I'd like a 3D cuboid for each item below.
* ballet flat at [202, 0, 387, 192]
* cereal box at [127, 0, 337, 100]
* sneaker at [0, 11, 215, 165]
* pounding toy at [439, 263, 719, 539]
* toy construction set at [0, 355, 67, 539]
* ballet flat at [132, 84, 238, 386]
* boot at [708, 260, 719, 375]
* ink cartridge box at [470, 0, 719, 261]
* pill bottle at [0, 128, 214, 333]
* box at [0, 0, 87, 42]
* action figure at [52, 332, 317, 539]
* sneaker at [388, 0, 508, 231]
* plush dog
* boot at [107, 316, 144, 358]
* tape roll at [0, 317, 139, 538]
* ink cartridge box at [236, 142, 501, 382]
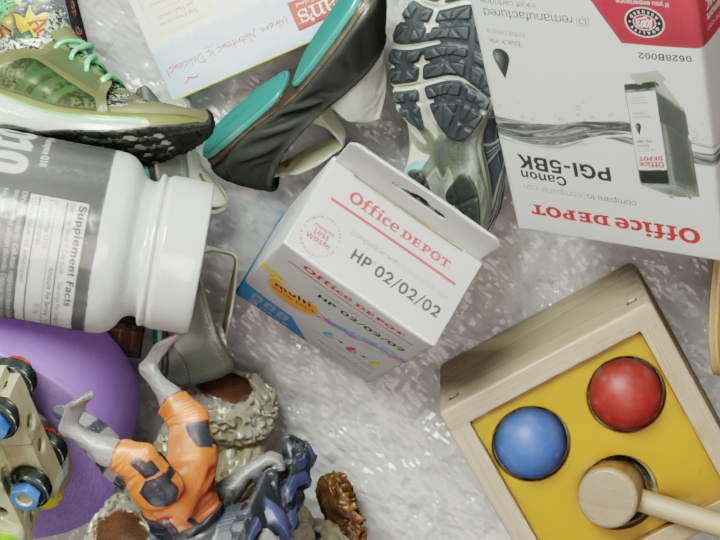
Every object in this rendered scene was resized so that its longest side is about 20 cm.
[{"bbox_3d":[-0.026,-0.114,1.090,0.068,0.068,0.200,33,137,-18],"label":"ballet flat"},{"bbox_3d":[-0.097,-0.230,1.100,0.143,0.040,0.202,-21,103,7],"label":"cereal box"},{"bbox_3d":[-0.187,-0.123,1.075,0.198,0.077,0.090,9,80,6],"label":"sneaker"},{"bbox_3d":[0.179,0.126,1.125,0.183,0.142,0.201,-29,101,10],"label":"pounding toy"},{"bbox_3d":[-0.257,0.112,1.051,0.130,0.093,0.201,-3,144,14],"label":"toy construction set"},{"bbox_3d":[-0.116,-0.025,1.134,0.063,0.067,0.203,-5,89,-10],"label":"ballet flat"},{"bbox_3d":[0.304,-0.023,1.102,0.142,0.071,0.204,8,90,11],"label":"boot"},{"bbox_3d":[0.155,-0.114,1.000,0.145,0.083,0.201,10,135,30],"label":"ink cartridge box"},{"bbox_3d":[-0.195,-0.025,1.040,0.198,0.113,0.114,11,105,-7],"label":"pill bottle"},{"bbox_3d":[-0.256,-0.163,1.127,0.135,0.038,0.202,-11,104,6],"label":"box"},{"bbox_3d":[-0.098,0.141,1.057,0.104,0.200,0.195,-28,94,16],"label":"action figure"},{"bbox_3d":[0.066,-0.108,1.095,0.077,0.086,0.202,17,119,20],"label":"sneaker"},{"bbox_3d":[-0.086,0.194,1.160,0.171,0.201,0.161,28,138,5],"label":"plush dog"},{"bbox_3d":[-0.239,-0.002,1.164,0.198,0.075,0.098,10,85,3],"label":"boot"},{"bbox_3d":[-0.251,0.093,1.133,0.198,0.066,0.201,6,135,6],"label":"tape roll"},{"bbox_3d":[0.000,0.000,1.071,0.115,0.200,0.068,33,72,-6],"label":"ink cartridge box"}]
